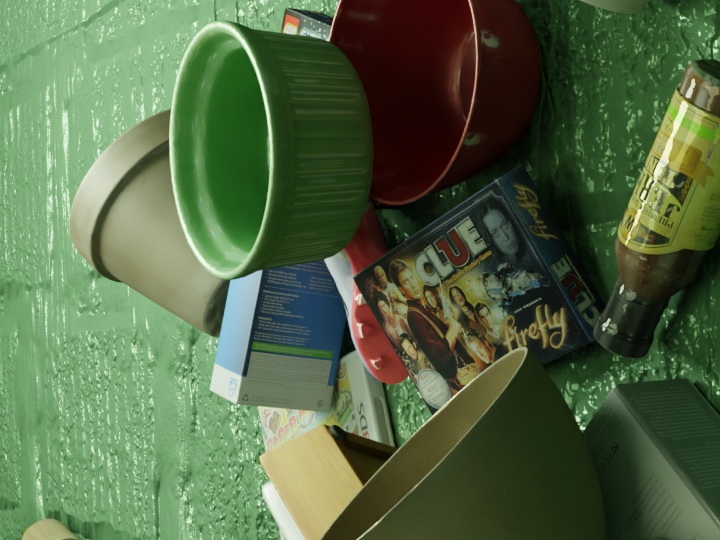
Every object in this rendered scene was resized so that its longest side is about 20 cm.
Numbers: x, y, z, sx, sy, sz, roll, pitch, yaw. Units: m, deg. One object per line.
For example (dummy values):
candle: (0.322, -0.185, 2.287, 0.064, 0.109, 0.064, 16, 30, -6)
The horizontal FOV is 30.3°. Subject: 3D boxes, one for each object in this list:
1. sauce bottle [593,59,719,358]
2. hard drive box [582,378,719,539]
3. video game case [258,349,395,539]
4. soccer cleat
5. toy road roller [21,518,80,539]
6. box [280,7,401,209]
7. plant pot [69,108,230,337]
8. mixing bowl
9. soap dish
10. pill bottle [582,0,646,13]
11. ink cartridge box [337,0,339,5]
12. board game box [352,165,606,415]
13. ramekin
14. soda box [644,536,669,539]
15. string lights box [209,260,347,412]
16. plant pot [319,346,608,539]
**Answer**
sauce bottle: (0.207, -0.035, 0.872, 0.065, 0.064, 0.202, 44, 126, 46)
hard drive box: (0.209, 0.196, 0.861, 0.201, 0.076, 0.157, 57, 135, 39)
video game case: (-0.029, 0.189, 1.258, 0.200, 0.023, 0.184, -33, 64, 51)
soccer cleat: (0.000, 0.000, 1.155, 0.202, 0.066, 0.076, 69, 166, -10)
toy road roller: (-0.445, 0.443, 1.765, 0.122, 0.145, 0.202, 17, 104, 54)
box: (-0.018, -0.152, 1.222, 0.200, 0.037, 0.138, 33, 118, 51)
plant pot: (-0.159, -0.033, 1.327, 0.173, 0.199, 0.201, 43, 127, 25)
mixing bowl: (0.069, -0.152, 1.032, 0.199, 0.107, 0.203, 4, 94, 57)
soap dish: (0.032, 0.205, 1.031, 0.081, 0.199, 0.158, -51, 45, 14)
pill bottle: (0.186, -0.275, 0.855, 0.112, 0.111, 0.201, 53, 132, 41)
ink cartridge box: (0.015, -0.342, 1.167, 0.199, 0.040, 0.202, -12, 81, 55)
board game box: (0.089, 0.022, 1.029, 0.200, 0.034, 0.136, -35, 85, 51)
ramekin: (-0.071, -0.096, 1.064, 0.199, 0.097, 0.203, 13, 105, 59)
soda box: (0.177, 0.267, 0.787, 0.068, 0.063, 0.203, 3, 94, 55)
string lights box: (-0.064, 0.022, 1.215, 0.059, 0.102, 0.202, 15, 95, 56)
plant pot: (0.079, 0.167, 0.847, 0.135, 0.200, 0.200, 46, 137, 0)
